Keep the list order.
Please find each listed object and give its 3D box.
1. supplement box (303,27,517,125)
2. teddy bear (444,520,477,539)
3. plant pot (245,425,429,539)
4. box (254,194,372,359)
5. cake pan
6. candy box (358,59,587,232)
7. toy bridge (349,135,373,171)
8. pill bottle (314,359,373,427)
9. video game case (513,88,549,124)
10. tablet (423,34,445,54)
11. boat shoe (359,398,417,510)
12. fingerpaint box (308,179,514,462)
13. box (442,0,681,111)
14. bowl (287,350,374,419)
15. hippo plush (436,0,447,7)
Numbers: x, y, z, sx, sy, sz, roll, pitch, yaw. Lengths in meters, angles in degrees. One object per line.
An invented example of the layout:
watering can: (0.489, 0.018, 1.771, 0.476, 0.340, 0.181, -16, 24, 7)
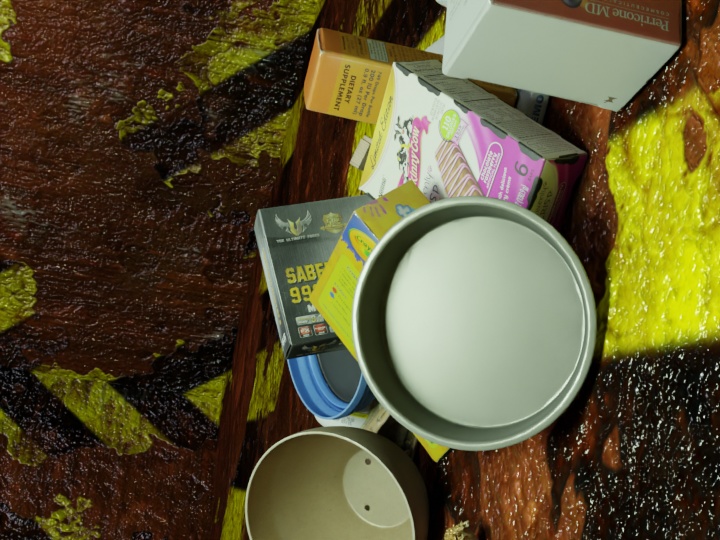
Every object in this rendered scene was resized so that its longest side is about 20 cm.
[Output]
supplement box: (0.048, -0.177, 1.160, 0.069, 0.200, 0.067, -101, 23, -58)
teddy bear: (0.066, 0.325, 1.082, 0.145, 0.067, 0.200, -90, 15, -52)
plant pot: (-0.005, 0.255, 1.282, 0.134, 0.200, 0.201, -17, -57, -62)
box: (0.000, 0.000, 1.267, 0.048, 0.200, 0.159, 116, 143, -63)
cake pan: (0.091, 0.041, 0.943, 0.037, 0.200, 0.201, -3, -75, -68)
candy box: (0.094, -0.088, 1.067, 0.200, 0.061, 0.137, 40, 126, 38)
toy bridge: (0.067, -0.101, 1.238, 0.200, 0.027, 0.067, 36, 105, 44)
pill bottle: (0.013, 0.098, 1.456, 0.109, 0.109, 0.200, -124, 45, -75)
video game case: (0.149, -0.160, 1.216, 0.200, 0.022, 0.183, -114, 36, -71)
tablet: (0.089, -0.186, 1.308, 0.130, 0.014, 0.200, -33, 39, 35)
boat shoe: (0.028, 0.208, 1.376, 0.065, 0.071, 0.200, -103, 26, -66)
fingerpaint box: (0.058, 0.048, 1.064, 0.200, 0.073, 0.167, 51, 149, 14)
box: (0.155, -0.245, 0.911, 0.106, 0.152, 0.200, 126, 151, -65)
bowl: (-0.028, 0.071, 1.369, 0.201, 0.039, 0.201, 6, 97, 60)
hippo plush: (0.136, -0.400, 1.297, 0.161, 0.159, 0.200, -17, 76, 44)
